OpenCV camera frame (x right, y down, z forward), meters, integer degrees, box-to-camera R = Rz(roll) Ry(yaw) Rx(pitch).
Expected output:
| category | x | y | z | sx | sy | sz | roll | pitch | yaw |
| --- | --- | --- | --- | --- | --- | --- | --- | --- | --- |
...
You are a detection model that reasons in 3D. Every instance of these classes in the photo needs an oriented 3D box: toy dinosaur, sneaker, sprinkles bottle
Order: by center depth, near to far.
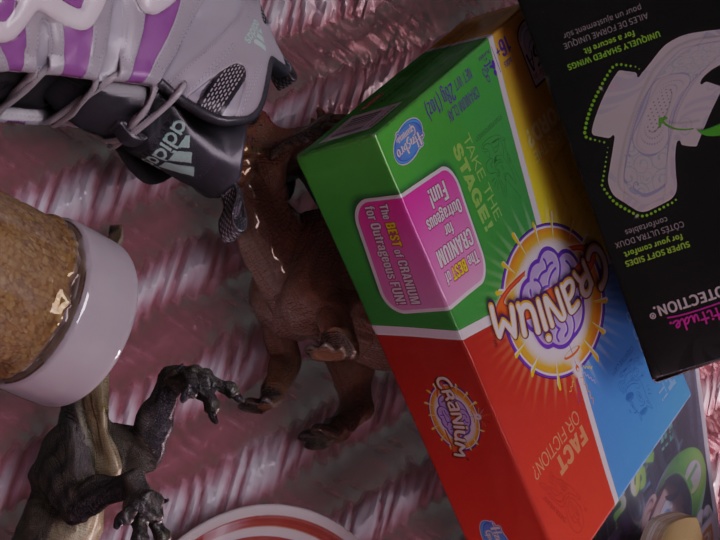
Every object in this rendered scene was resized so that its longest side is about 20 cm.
| category | x | y | z | sx | sy | sz | roll | pitch | yaw |
| --- | --- | --- | --- | --- | --- | --- | --- | --- | --- |
| sprinkles bottle | -0.171 | -0.016 | 0.671 | 0.199 | 0.068 | 0.069 | 30 | 64 | -40 |
| toy dinosaur | -0.094 | 0.071 | 0.725 | 0.047 | 0.088 | 0.202 | 26 | 67 | -41 |
| sneaker | -0.093 | -0.066 | 0.734 | 0.200 | 0.078 | 0.141 | -36 | 96 | -42 |
| toy dinosaur | 0.000 | 0.000 | 0.842 | 0.200 | 0.085 | 0.137 | 34 | 54 | -45 |

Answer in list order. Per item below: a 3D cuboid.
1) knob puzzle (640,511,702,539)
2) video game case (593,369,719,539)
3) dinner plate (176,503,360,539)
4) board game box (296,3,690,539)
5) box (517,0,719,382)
| category | x | y | z | sx | sy | sz | roll | pitch | yaw |
| --- | --- | --- | --- | --- | --- | --- | --- | --- | --- |
| knob puzzle | 0.124 | 0.201 | 0.935 | 0.220 | 0.030 | 0.221 | -48 | 146 | -48 |
| video game case | 0.123 | 0.109 | 0.957 | 0.182 | 0.023 | 0.201 | -42 | 129 | -41 |
| dinner plate | -0.044 | 0.200 | 0.808 | 0.199 | 0.024 | 0.202 | 9 | 77 | -45 |
| board game box | 0.064 | 0.007 | 0.816 | 0.153 | 0.040 | 0.201 | -44 | 115 | -49 |
| box | 0.163 | -0.076 | 0.846 | 0.202 | 0.123 | 0.148 | 71 | 20 | -4 |
